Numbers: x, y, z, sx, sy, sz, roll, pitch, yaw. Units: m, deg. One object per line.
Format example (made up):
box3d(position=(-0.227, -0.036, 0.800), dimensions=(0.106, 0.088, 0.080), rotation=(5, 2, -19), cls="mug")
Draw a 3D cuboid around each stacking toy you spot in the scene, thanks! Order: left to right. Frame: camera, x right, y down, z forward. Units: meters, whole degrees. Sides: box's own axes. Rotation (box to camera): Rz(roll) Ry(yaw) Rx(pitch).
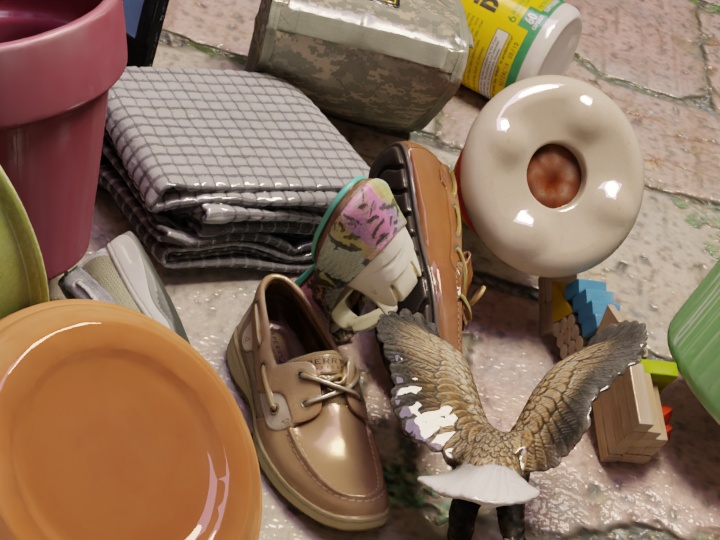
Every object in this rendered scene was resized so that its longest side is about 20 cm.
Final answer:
box3d(position=(0.116, -0.069, 1.312), dimensions=(0.145, 0.147, 0.200), rotation=(9, -2, -18), cls="stacking toy")

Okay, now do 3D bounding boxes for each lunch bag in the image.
box3d(position=(-0.004, -0.187, 1.385), dimensions=(0.163, 0.119, 0.200), rotation=(14, -1, -9), cls="lunch bag")

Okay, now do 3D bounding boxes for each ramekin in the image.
box3d(position=(0.311, 0.069, 1.203), dimensions=(0.199, 0.098, 0.200), rotation=(35, 21, -16), cls="ramekin")

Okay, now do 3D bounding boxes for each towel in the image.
box3d(position=(-0.099, -0.071, 1.256), dimensions=(0.199, 0.086, 0.166), rotation=(-2, 39, -35), cls="towel")

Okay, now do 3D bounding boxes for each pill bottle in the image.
box3d(position=(0.097, -0.236, 1.592), dimensions=(0.199, 0.113, 0.113), rotation=(30, 33, 16), cls="pill bottle")

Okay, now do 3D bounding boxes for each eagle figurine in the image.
box3d(position=(0.084, 0.099, 1.030), dimensions=(0.151, 0.151, 0.201), rotation=(25, 60, -30), cls="eagle figurine")

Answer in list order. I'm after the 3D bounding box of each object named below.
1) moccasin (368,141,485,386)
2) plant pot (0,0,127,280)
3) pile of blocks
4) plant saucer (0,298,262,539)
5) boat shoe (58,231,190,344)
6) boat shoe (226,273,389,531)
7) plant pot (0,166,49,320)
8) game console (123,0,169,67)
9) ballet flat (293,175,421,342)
box3d(position=(0.050, 0.007, 1.192), dimensions=(0.077, 0.074, 0.203), rotation=(18, 48, -33), cls="moccasin")
box3d(position=(-0.244, -0.093, 1.084), dimensions=(0.198, 0.180, 0.200), rotation=(0, 29, 0), cls="plant pot")
box3d(position=(0.188, 0.056, 1.219), dimensions=(0.062, 0.083, 0.201), rotation=(7, 33, -20), cls="pile of blocks")
box3d(position=(-0.134, 0.106, 0.907), dimensions=(0.199, 0.037, 0.202), rotation=(17, 58, -30), cls="plant saucer")
box3d(position=(-0.139, 0.055, 1.058), dimensions=(0.064, 0.075, 0.203), rotation=(-26, 46, -2), cls="boat shoe")
box3d(position=(-0.033, 0.080, 1.072), dimensions=(0.071, 0.065, 0.200), rotation=(0, 37, -30), cls="boat shoe")
box3d(position=(-0.308, 0.016, 0.927), dimensions=(0.199, 0.201, 0.190), rotation=(34, 46, 22), cls="plant pot")
box3d(position=(-0.243, -0.256, 1.344), dimensions=(0.172, 0.201, 0.119), rotation=(32, 34, 19), cls="game console")
box3d(position=(0.000, 0.000, 1.116), dimensions=(0.071, 0.200, 0.069), rotation=(45, 68, 6), cls="ballet flat")
